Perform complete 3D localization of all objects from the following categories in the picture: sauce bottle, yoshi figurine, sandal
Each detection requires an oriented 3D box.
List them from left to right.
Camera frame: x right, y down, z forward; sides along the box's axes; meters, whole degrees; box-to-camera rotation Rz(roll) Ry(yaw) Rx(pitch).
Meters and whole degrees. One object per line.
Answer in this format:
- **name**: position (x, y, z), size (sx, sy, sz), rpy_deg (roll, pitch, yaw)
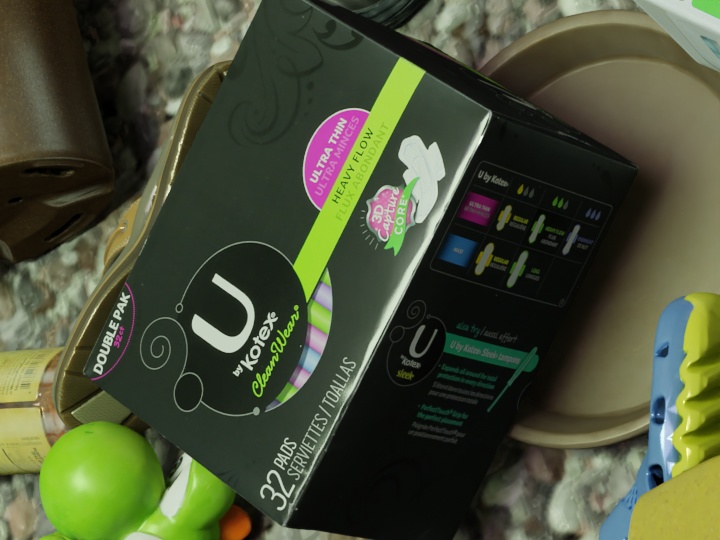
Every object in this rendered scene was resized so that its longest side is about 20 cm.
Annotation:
- **sauce bottle**: position (-0.206, 0.074, 1.507), size (0.199, 0.066, 0.066), rpy_deg (-3, 78, 37)
- **yoshi figurine**: position (-0.143, 0.152, 1.416), size (0.200, 0.112, 0.112), rpy_deg (-54, 47, 11)
- **sandal**: position (-0.095, -0.010, 1.439), size (0.054, 0.080, 0.201), rpy_deg (15, 82, 57)
- **sandal**: position (0.134, 0.110, 1.224), size (0.087, 0.079, 0.201), rpy_deg (0, 87, 45)

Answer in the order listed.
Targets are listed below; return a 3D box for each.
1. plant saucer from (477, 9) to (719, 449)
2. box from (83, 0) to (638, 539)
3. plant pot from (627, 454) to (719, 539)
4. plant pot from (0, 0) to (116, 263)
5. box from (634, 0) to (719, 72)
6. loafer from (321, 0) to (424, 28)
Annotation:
- **plant saucer**: position (0.107, -0.018, 1.313), size (0.199, 0.029, 0.201), rpy_deg (-9, 75, 35)
- **box**: position (0.000, 0.000, 1.295), size (0.148, 0.124, 0.201), rpy_deg (33, 101, 37)
- **plant pot**: position (0.202, 0.154, 1.082), size (0.199, 0.194, 0.197), rpy_deg (6, 83, 32)
- **plant pot**: position (-0.225, -0.109, 1.493), size (0.200, 0.200, 0.199), rpy_deg (-30, 70, 28)
- **box**: position (0.236, -0.155, 1.192), size (0.176, 0.097, 0.201), rpy_deg (31, 90, 39)
- **loafer**: position (0.038, -0.204, 1.380), size (0.073, 0.072, 0.200), rpy_deg (45, 106, 36)
